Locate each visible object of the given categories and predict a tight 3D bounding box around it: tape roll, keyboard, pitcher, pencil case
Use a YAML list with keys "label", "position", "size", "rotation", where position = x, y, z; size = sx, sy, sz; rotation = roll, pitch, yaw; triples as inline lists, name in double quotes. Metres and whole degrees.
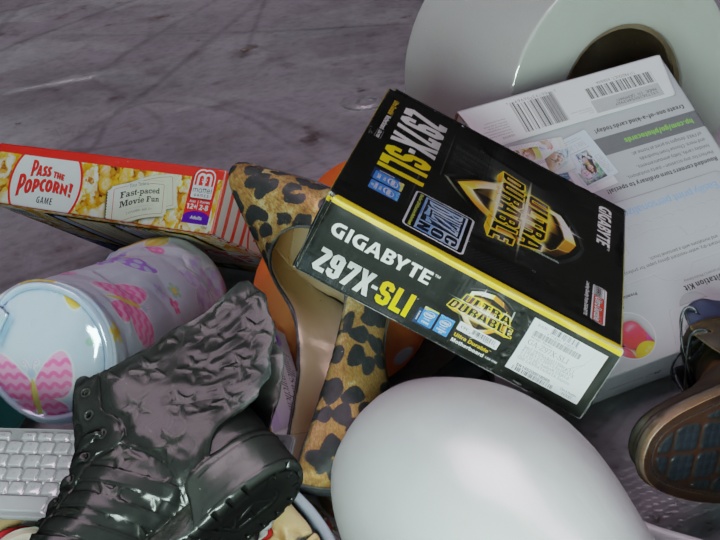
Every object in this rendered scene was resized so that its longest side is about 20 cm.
- label: "tape roll"
  position: [0.152, -0.143, 1.127]
  size: [0.203, 0.203, 0.139]
  rotation: [-20, 28, -23]
- label: "keyboard"
  position: [-0.132, 0.098, 0.728]
  size: [0.200, 0.011, 0.056]
  rotation: [0, 36, 14]
- label: "pitcher"
  position: [0.096, 0.130, 0.706]
  size: [0.172, 0.121, 0.200]
  rotation: [-2, 26, -42]
- label: "pencil case"
  position: [-0.151, 0.030, 0.928]
  size: [0.083, 0.091, 0.200]
  rotation: [-46, -3, 17]

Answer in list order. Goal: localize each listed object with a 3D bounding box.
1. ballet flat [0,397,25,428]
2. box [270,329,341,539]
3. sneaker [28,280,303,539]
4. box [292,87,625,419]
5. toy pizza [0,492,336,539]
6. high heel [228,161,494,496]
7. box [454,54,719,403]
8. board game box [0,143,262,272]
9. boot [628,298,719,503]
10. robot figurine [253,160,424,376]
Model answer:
- label: "ballet flat"
  position: [-0.268, 0.104, 0.895]
  size: [0.064, 0.076, 0.200]
  rotation: [-7, 22, 26]
- label: "box"
  position: [-0.048, 0.098, 0.820]
  size: [0.041, 0.039, 0.200]
  rotation: [-45, 34, 18]
- label: "sneaker"
  position: [-0.106, 0.092, 0.680]
  size: [0.200, 0.060, 0.104]
  rotation: [-32, 58, -14]
- label: "box"
  position: [0.061, -0.018, 0.807]
  size: [0.160, 0.049, 0.200]
  rotation: [27, 24, 0]
- label: "toy pizza"
  position: [-0.103, 0.159, 0.692]
  size: [0.200, 0.032, 0.200]
  rotation: [-3, 50, 4]
- label: "high heel"
  position: [-0.037, 0.025, 0.810]
  size: [0.200, 0.071, 0.143]
  rotation: [45, 47, 16]
- label: "box"
  position: [0.167, -0.032, 0.954]
  size: [0.156, 0.041, 0.200]
  rotation: [-18, 63, -19]
- label: "board game box"
  position: [-0.140, -0.040, 1.084]
  size: [0.200, 0.046, 0.151]
  rotation: [9, -8, 30]
- label: "boot"
  position: [0.187, 0.066, 0.813]
  size: [0.200, 0.075, 0.097]
  rotation: [-8, 26, -40]
- label: "robot figurine"
  position: [-0.001, 0.001, 0.977]
  size: [0.144, 0.117, 0.200]
  rotation: [11, 29, 12]
